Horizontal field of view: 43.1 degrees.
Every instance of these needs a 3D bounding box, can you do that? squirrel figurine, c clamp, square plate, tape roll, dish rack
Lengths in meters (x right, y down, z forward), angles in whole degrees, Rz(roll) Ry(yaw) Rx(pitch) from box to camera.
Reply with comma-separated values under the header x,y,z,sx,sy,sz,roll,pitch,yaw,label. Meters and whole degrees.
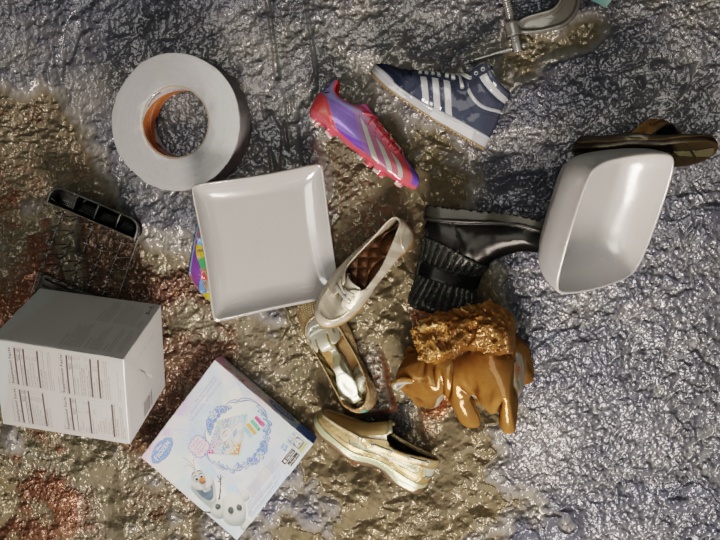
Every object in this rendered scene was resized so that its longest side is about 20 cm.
x,y,z,sx,sy,sz,roll,pitch,yaw,label
0.134,0.126,1.303,0.184,0.142,0.202,-1,126,26,squirrel figurine
0.227,-0.412,1.304,0.168,0.027,0.203,-8,93,7,c clamp
-0.138,-0.042,1.341,0.195,0.028,0.203,-11,102,-16,square plate
-0.268,-0.220,1.366,0.197,0.066,0.204,1,94,7,tape roll
-0.430,-0.012,1.410,0.152,0.055,0.202,22,98,6,dish rack

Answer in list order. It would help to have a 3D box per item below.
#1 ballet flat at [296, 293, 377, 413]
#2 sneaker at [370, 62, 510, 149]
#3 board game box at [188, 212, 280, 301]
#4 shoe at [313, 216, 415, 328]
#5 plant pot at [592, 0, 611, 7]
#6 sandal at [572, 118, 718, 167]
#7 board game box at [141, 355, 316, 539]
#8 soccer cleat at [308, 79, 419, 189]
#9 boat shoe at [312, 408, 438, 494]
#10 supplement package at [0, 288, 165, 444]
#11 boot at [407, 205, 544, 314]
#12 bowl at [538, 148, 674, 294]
x,y,z,sx,sy,sz,roll,pitch,yaw,label
-0.036,0.125,1.366,0.070,0.065,0.201,-33,90,9,ballet flat
0.119,-0.270,1.308,0.198,0.070,0.109,31,103,-3,sneaker
-0.183,-0.034,1.382,0.156,0.039,0.203,12,96,6,board game box
0.000,0.000,1.336,0.070,0.053,0.200,41,87,20,shoe
0.289,-0.473,1.200,0.159,0.201,0.203,20,97,2,plant pot
0.402,-0.185,1.288,0.197,0.082,0.055,2,73,14,sandal
-0.203,0.274,1.411,0.198,0.043,0.201,39,99,2,board game box
0.014,-0.196,1.334,0.199,0.067,0.077,37,94,5,soccer cleat
0.026,0.252,1.365,0.198,0.072,0.077,29,111,-7,boat shoe
-0.411,0.139,1.352,0.197,0.152,0.153,7,118,7,supplement package
0.178,-0.005,1.320,0.208,0.079,0.160,7,93,12,boot
0.324,-0.077,1.246,0.074,0.198,0.203,36,125,43,bowl
